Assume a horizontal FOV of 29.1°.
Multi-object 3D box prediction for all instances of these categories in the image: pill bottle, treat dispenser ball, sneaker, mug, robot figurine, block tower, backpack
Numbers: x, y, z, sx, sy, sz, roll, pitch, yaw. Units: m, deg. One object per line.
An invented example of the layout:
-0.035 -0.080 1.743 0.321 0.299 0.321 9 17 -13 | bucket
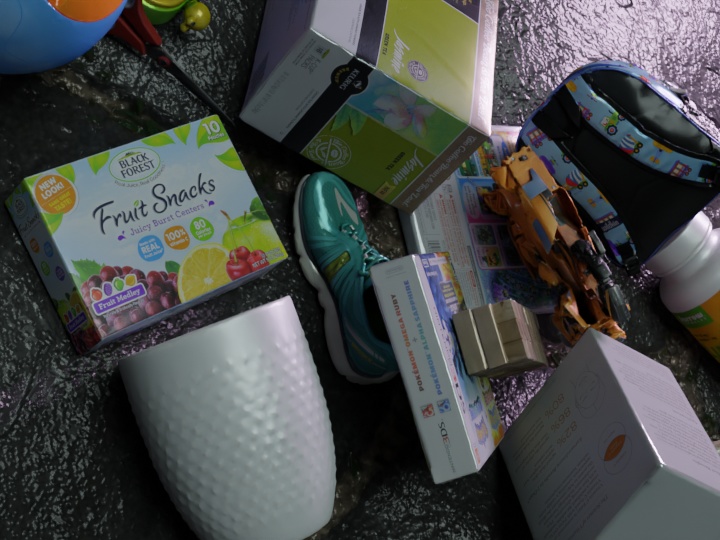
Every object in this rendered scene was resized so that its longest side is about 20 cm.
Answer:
0.393 0.027 1.494 0.200 0.111 0.111 44 52 -11 | pill bottle
-0.274 -0.257 1.087 0.199 0.200 0.204 14 63 -30 | treat dispenser ball
0.000 0.000 1.249 0.077 0.079 0.202 -12 77 -37 | sneaker
-0.085 0.125 1.110 0.178 0.146 0.200 70 21 0 | mug
0.190 -0.013 1.331 0.058 0.145 0.202 -27 76 -7 | robot figurine
0.130 0.065 1.256 0.200 0.053 0.059 16 58 -76 | block tower
0.260 -0.125 1.421 0.199 0.183 0.135 36 28 -13 | backpack

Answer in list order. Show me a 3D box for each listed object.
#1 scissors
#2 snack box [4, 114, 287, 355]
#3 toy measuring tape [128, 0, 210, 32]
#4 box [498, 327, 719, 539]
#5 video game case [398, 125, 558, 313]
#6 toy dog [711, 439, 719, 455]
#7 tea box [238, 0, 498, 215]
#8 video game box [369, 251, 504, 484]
-0.187 -0.195 1.234 0.201 0.072 0.014 56 33 -34 | scissors
-0.175 -0.034 1.157 0.199 0.053 0.143 -25 85 -39 | snack box
-0.214 -0.280 1.224 0.200 0.073 0.074 42 53 -13 | toy measuring tape
0.226 0.180 1.234 0.105 0.153 0.201 26 24 -24 | box
0.116 -0.052 1.389 0.180 0.024 0.203 -2 71 -36 | video game case
0.334 0.280 1.333 0.192 0.139 0.202 -25 85 -26 | toy dog
0.013 -0.197 1.280 0.195 0.134 0.202 28 45 -19 | tea box
0.071 0.077 1.203 0.200 0.046 0.185 -10 85 -78 | video game box
